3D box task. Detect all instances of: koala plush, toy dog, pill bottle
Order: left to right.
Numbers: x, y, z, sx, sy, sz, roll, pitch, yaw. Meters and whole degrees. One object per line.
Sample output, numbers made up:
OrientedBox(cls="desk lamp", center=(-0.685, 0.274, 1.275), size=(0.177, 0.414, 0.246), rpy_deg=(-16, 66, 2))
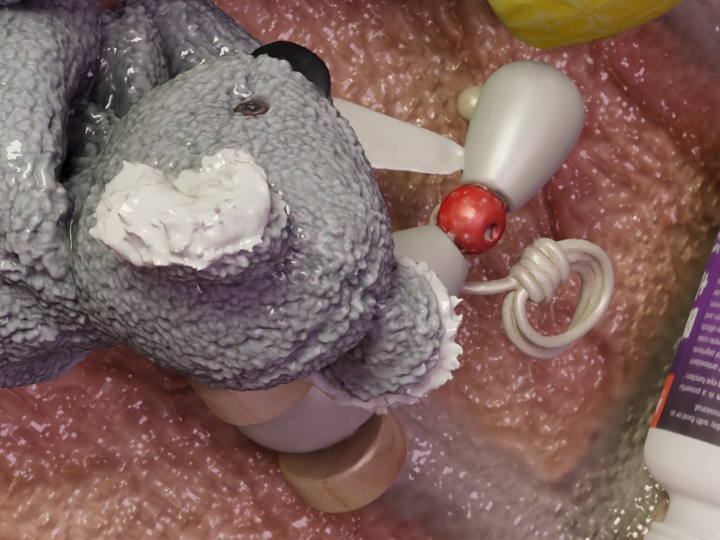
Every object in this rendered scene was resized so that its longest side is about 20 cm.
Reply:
OrientedBox(cls="koala plush", center=(-0.068, -0.020, 0.786), size=(0.184, 0.200, 0.177), rpy_deg=(-61, 145, -8))
OrientedBox(cls="toy dog", center=(0.000, 0.000, 0.915), size=(0.200, 0.096, 0.132), rpy_deg=(-35, 129, -31))
OrientedBox(cls="pill bottle", center=(0.187, 0.054, 0.994), size=(0.111, 0.111, 0.200), rpy_deg=(23, 85, -26))

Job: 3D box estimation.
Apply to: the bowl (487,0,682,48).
OrientedBox(cls="bowl", center=(0.113, -0.185, 0.879), size=(0.200, 0.107, 0.201), rpy_deg=(1, 90, -65))
